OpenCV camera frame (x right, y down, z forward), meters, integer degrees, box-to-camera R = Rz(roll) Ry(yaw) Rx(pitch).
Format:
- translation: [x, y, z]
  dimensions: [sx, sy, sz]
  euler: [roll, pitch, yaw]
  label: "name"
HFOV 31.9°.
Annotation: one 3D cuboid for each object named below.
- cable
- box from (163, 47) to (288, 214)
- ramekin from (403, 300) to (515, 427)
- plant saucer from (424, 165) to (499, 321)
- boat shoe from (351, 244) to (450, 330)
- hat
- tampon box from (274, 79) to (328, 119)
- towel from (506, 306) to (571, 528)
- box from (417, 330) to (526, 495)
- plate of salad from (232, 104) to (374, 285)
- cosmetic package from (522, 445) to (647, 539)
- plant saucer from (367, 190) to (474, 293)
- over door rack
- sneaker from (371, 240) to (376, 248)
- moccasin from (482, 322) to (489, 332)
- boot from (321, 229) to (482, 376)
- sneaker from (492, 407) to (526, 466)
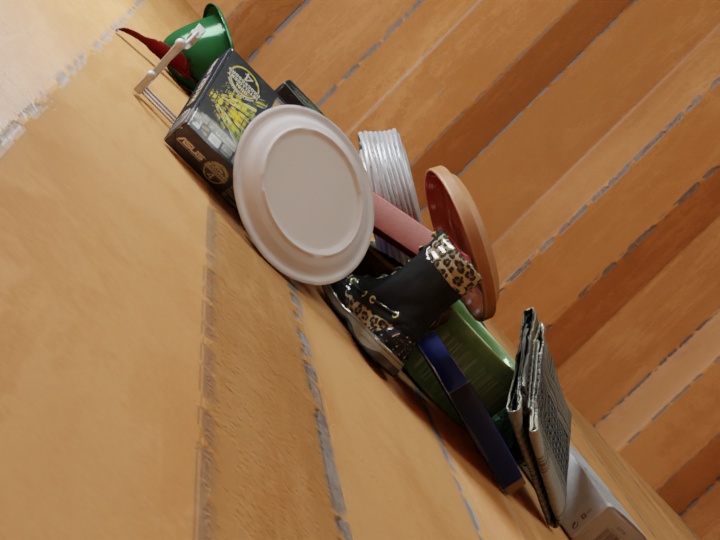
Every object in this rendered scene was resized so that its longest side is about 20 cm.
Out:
- translation: [0.043, -0.097, 1.749]
  dimensions: [0.201, 0.068, 0.202]
  euler: [-102, 180, -53]
  label: "cable"
- translation: [-0.116, -0.135, 1.443]
  dimensions: [0.200, 0.049, 0.162]
  euler: [45, 40, -19]
  label: "box"
- translation: [0.117, 0.107, 1.603]
  dimensions: [0.200, 0.098, 0.200]
  euler: [46, 6, -6]
  label: "ramekin"
- translation: [0.130, -0.035, 1.580]
  dimensions: [0.200, 0.032, 0.203]
  euler: [161, -90, -83]
  label: "plant saucer"
- translation: [0.027, 0.017, 1.538]
  dimensions: [0.202, 0.075, 0.074]
  euler: [37, 18, 34]
  label: "boat shoe"
- translation: [-0.286, -0.306, 1.875]
  dimensions: [0.166, 0.174, 0.202]
  euler: [-130, -149, -51]
  label: "hat"
- translation: [-0.098, -0.173, 1.784]
  dimensions: [0.150, 0.126, 0.200]
  euler: [46, 6, -8]
  label: "tampon box"
- translation: [0.227, 0.176, 1.544]
  dimensions: [0.194, 0.034, 0.201]
  euler: [-71, 145, -49]
  label: "towel"
- translation: [0.119, 0.151, 1.445]
  dimensions: [0.201, 0.032, 0.121]
  euler: [58, 0, -30]
  label: "box"
- translation: [-0.065, -0.082, 1.385]
  dimensions: [0.048, 0.201, 0.200]
  euler: [-16, -51, 46]
  label: "plate of salad"
- translation: [0.293, 0.302, 1.696]
  dimensions: [0.102, 0.074, 0.200]
  euler: [44, 8, -31]
  label: "cosmetic package"
- translation: [0.047, -0.050, 1.552]
  dimensions: [0.199, 0.037, 0.200]
  euler: [34, 0, -10]
  label: "plant saucer"
- translation: [-0.178, -0.218, 1.534]
  dimensions: [0.148, 0.066, 0.201]
  euler: [46, 29, -12]
  label: "over door rack"
- translation: [0.058, 0.031, 1.913]
  dimensions: [0.200, 0.074, 0.081]
  euler: [47, 20, 24]
  label: "sneaker"
- translation: [0.158, 0.111, 1.840]
  dimensions: [0.068, 0.080, 0.202]
  euler: [-1, -68, 61]
  label: "moccasin"
- translation: [0.044, 0.013, 1.433]
  dimensions: [0.073, 0.154, 0.204]
  euler: [42, 7, -35]
  label: "boot"
- translation: [0.212, 0.224, 1.648]
  dimensions: [0.088, 0.074, 0.200]
  euler: [50, 4, -9]
  label: "sneaker"
